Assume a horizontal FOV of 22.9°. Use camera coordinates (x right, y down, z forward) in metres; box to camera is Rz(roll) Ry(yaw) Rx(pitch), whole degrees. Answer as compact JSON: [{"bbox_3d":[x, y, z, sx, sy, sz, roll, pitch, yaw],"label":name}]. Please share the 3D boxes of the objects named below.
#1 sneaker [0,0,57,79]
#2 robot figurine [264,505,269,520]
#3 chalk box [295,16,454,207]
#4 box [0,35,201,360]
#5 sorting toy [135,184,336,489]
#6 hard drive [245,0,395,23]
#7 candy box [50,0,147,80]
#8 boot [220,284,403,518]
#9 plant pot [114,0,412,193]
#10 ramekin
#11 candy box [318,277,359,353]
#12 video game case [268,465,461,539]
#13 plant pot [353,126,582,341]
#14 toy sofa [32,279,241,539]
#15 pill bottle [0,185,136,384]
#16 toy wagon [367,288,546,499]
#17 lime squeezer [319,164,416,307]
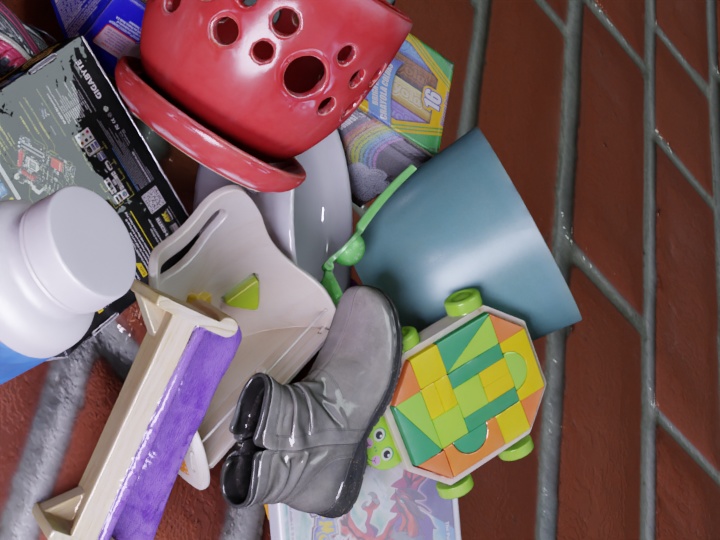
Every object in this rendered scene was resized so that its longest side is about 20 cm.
[{"bbox_3d":[-0.253,-0.149,1.467,0.200,0.080,0.075,44,39,-30],"label":"sneaker"},{"bbox_3d":[-0.030,0.178,1.588,0.199,0.058,0.146,7,61,-56],"label":"robot figurine"},{"bbox_3d":[-0.029,-0.177,1.690,0.199,0.124,0.125,32,51,-26],"label":"chalk box"},{"bbox_3d":[-0.233,-0.058,1.384,0.160,0.049,0.201,-41,111,-31],"label":"box"},{"bbox_3d":[-0.118,0.034,1.413,0.200,0.106,0.181,-47,142,-39],"label":"sorting toy"},{"bbox_3d":[-0.053,-0.274,1.857,0.139,0.033,0.200,25,31,4],"label":"hard drive"},{"bbox_3d":[-0.197,-0.234,1.572,0.169,0.077,0.201,32,23,-41],"label":"candy box"},{"bbox_3d":[-0.039,0.099,1.415,0.130,0.067,0.202,21,80,-50],"label":"boot"},{"bbox_3d":[-0.087,-0.178,1.417,0.200,0.183,0.201,33,11,-7],"label":"plant pot"},{"bbox_3d":[-0.077,-0.040,1.580,0.200,0.097,0.202,-2,90,-76],"label":"ramekin"},{"bbox_3d":[0.018,0.095,1.652,0.117,0.056,0.200,41,15,-20],"label":"candy box"},{"bbox_3d":[0.006,0.213,1.515,0.181,0.023,0.202,-6,92,-31],"label":"video game case"},{"bbox_3d":[0.085,-0.004,1.619,0.202,0.160,0.201,61,2,-4],"label":"plant pot"},{"bbox_3d":[-0.153,0.116,1.295,0.097,0.083,0.201,25,88,-21],"label":"toy sofa"},{"bbox_3d":[-0.253,0.019,1.220,0.112,0.199,0.113,36,39,-37],"label":"pill bottle"},{"bbox_3d":[0.068,0.117,1.508,0.199,0.039,0.156,-30,110,-24],"label":"toy wagon"},{"bbox_3d":[0.000,0.000,1.527,0.038,0.070,0.202,54,44,-76],"label":"lime squeezer"}]
